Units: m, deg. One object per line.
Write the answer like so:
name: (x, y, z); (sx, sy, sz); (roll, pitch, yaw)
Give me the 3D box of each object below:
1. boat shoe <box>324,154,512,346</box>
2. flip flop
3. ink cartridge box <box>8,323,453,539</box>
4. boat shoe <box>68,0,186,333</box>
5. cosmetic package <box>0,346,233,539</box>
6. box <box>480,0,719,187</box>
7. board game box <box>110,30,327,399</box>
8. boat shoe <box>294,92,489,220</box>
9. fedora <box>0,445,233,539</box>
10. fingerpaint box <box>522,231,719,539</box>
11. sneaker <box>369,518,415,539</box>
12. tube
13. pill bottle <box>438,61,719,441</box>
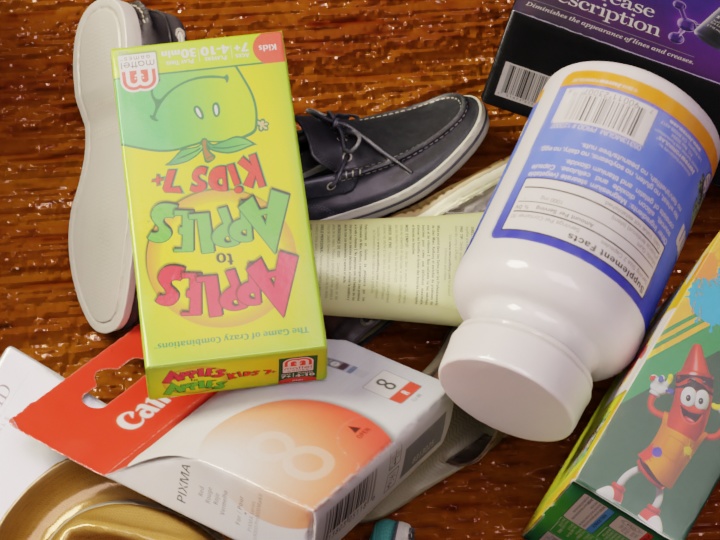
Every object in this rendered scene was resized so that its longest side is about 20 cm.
boat shoe: (0.061, -0.016, 1.701); (0.199, 0.073, 0.065); (-28, 83, -1)
flip flop: (0.061, 0.077, 1.664); (0.200, 0.058, 0.081); (-38, 108, -10)
ink cartridge box: (-0.070, 0.076, 1.593); (0.199, 0.050, 0.162); (26, 35, 19)
boat shoe: (-0.135, -0.062, 1.701); (0.060, 0.074, 0.201); (6, 77, -41)
cosmetic package: (-0.145, 0.140, 1.640); (0.199, 0.074, 0.102); (30, 76, 3)
box: (0.189, -0.136, 1.704); (0.199, 0.079, 0.141); (19, 41, 2)
board game box: (-0.081, -0.033, 1.605); (0.101, 0.048, 0.201); (-6, 66, -5)
boat shoe: (-0.017, -0.065, 1.698); (0.199, 0.075, 0.062); (-22, 120, -6)
fedora: (-0.118, 0.188, 1.551); (0.200, 0.082, 0.202); (0, 78, -1)
fingerpaint box: (0.176, 0.085, 1.609); (0.073, 0.200, 0.167); (31, 75, 3)
sneaker: (-0.032, 0.224, 1.626); (0.079, 0.078, 0.200); (30, 75, 12)
tube: (0.000, 0.000, 1.646); (0.199, 0.052, 0.058); (0, 117, 1)
pill bottle: (0.119, -0.008, 1.591); (0.112, 0.112, 0.201); (25, 64, 3)
